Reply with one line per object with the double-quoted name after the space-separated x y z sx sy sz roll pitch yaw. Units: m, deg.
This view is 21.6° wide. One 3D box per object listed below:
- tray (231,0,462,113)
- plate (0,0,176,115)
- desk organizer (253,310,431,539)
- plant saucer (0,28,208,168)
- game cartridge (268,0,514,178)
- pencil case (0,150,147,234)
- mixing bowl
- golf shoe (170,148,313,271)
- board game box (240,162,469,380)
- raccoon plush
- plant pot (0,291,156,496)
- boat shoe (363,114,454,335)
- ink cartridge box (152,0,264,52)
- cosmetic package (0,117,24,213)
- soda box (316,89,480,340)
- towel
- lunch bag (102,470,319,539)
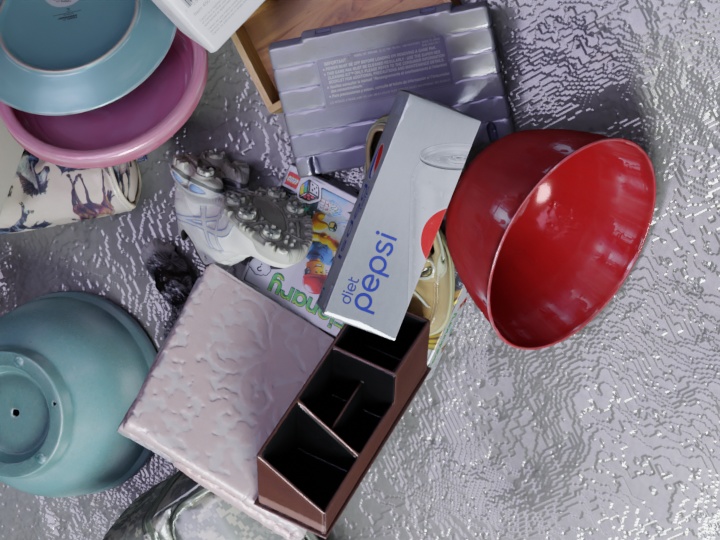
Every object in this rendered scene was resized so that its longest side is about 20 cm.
-0.018 -0.234 1.715 0.200 0.037 0.099 -29 86 21 "tray"
-0.268 -0.231 1.746 0.200 0.026 0.200 -5 60 8 "plate"
-0.013 0.121 1.624 0.072 0.200 0.077 23 145 16 "desk organizer"
-0.236 -0.173 1.749 0.200 0.051 0.201 -4 60 7 "plant saucer"
0.028 -0.163 1.677 0.200 0.038 0.130 -10 104 10 "game cartridge"
-0.306 -0.085 1.809 0.200 0.078 0.090 -10 76 20 "pencil case"
0.146 -0.045 1.609 0.108 0.200 0.200 36 107 37 "mixing bowl"
-0.108 -0.034 1.722 0.200 0.078 0.097 40 128 49 "golf shoe"
0.000 0.000 1.731 0.200 0.035 0.126 27 104 15 "board game box"
-0.163 0.084 1.791 0.134 0.097 0.200 -55 49 29 "raccoon plush"
-0.303 0.126 1.793 0.200 0.134 0.201 2 96 20 "plant pot"
0.034 -0.035 1.658 0.073 0.063 0.200 -10 99 17 "boat shoe"
-0.155 -0.315 1.650 0.147 0.200 0.083 -46 37 -4 "ink cartridge box"
-0.374 -0.120 1.766 0.103 0.200 0.073 -15 131 20 "cosmetic package"
0.031 -0.047 1.588 0.068 0.063 0.200 21 94 -9 "soda box"
-0.096 0.116 1.676 0.191 0.200 0.032 33 142 -8 "towel"
-0.114 0.264 1.726 0.168 0.139 0.200 -31 96 21 "lunch bag"
